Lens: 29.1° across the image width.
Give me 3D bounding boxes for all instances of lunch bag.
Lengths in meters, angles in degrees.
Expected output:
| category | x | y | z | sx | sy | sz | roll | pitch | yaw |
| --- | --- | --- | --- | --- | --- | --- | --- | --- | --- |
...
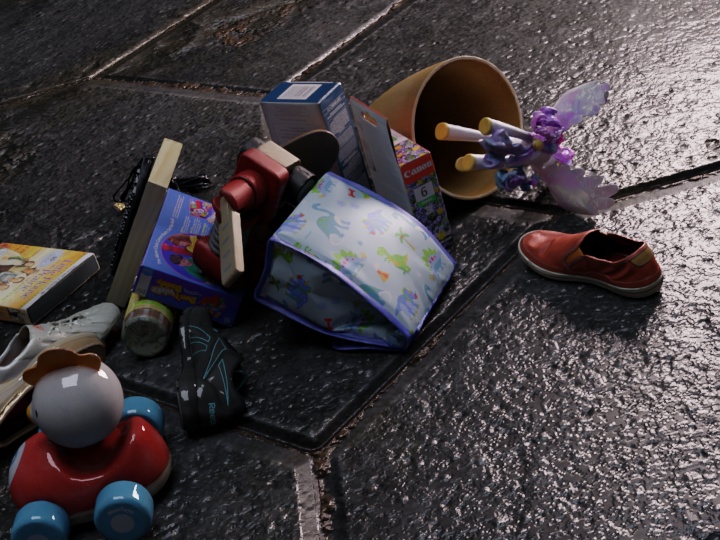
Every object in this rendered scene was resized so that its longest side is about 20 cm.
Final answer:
| category | x | y | z | sx | sy | sz | roll | pitch | yaw |
| --- | --- | --- | --- | --- | --- | --- | --- | --- | --- |
| lunch bag | 0.000 | 0.000 | 1.659 | 0.199 | 0.128 | 0.170 | 25 | 42 | 9 |

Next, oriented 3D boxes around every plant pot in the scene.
| category | x | y | z | sx | sy | sz | roll | pitch | yaw |
| --- | --- | --- | --- | --- | --- | --- | --- | --- | --- |
| plant pot | 0.088 | -0.189 | 1.899 | 0.186 | 0.187 | 0.199 | -35 | 20 | -28 |

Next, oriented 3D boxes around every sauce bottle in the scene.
| category | x | y | z | sx | sy | sz | roll | pitch | yaw |
| --- | --- | --- | --- | --- | --- | --- | --- | --- | --- |
| sauce bottle | -0.265 | 0.031 | 1.799 | 0.064 | 0.065 | 0.201 | -13 | 31 | 8 |

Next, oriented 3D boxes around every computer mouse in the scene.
| category | x | y | z | sx | sy | sz | roll | pitch | yaw |
| --- | --- | --- | --- | --- | --- | --- | --- | --- | --- |
| computer mouse | -0.318 | -0.098 | 2.061 | 0.139 | 0.046 | 0.200 | -1 | 34 | 25 |

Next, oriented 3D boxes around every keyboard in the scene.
| category | x | y | z | sx | sy | sz | roll | pitch | yaw |
| --- | --- | --- | --- | --- | --- | --- | --- | --- | --- |
| keyboard | -0.319 | -0.083 | 1.870 | 0.039 | 0.200 | 0.105 | 20 | 54 | -9 |

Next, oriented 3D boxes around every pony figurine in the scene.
| category | x | y | z | sx | sy | sz | roll | pitch | yaw |
| --- | --- | --- | --- | --- | --- | --- | --- | --- | --- |
| pony figurine | 0.222 | -0.155 | 1.760 | 0.199 | 0.168 | 0.193 | 2 | 0 | -29 |

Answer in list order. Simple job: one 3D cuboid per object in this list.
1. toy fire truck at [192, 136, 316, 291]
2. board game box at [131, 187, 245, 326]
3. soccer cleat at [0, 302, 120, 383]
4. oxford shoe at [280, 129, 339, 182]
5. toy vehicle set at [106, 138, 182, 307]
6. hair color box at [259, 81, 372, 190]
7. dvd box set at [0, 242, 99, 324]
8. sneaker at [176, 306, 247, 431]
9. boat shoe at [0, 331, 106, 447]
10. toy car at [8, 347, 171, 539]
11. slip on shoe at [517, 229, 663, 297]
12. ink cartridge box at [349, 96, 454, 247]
| category | x | y | z | sx | sy | sz | roll | pitch | yaw |
| --- | --- | --- | --- | --- | --- | --- | --- | --- | --- |
| toy fire truck | -0.147 | -0.039 | 1.670 | 0.128 | 0.177 | 0.200 | 34 | 38 | 15 |
| board game box | -0.210 | -0.020 | 1.808 | 0.134 | 0.045 | 0.201 | 20 | 31 | -8 |
| soccer cleat | -0.384 | 0.089 | 1.742 | 0.069 | 0.078 | 0.200 | -2 | 31 | 49 |
| oxford shoe | -0.108 | -0.125 | 1.808 | 0.199 | 0.071 | 0.071 | -36 | 23 | 22 |
| toy vehicle set | -0.289 | -0.064 | 1.858 | 0.026 | 0.201 | 0.125 | 20 | 32 | -8 |
| hair color box | -0.053 | -0.150 | 1.854 | 0.099 | 0.201 | 0.061 | 7 | 37 | 34 |
| dvd box set | -0.489 | 0.016 | 1.975 | 0.199 | 0.030 | 0.146 | 7 | 37 | 36 |
| sneaker | -0.173 | 0.114 | 1.624 | 0.079 | 0.076 | 0.201 | -6 | 38 | -3 |
| boat shoe | -0.378 | 0.149 | 1.666 | 0.069 | 0.074 | 0.200 | 28 | 53 | 36 |
| toy car | -0.307 | 0.163 | 1.464 | 0.175 | 0.201 | 0.185 | -14 | 29 | 6 |
| slip on shoe | 0.264 | -0.022 | 1.618 | 0.074 | 0.062 | 0.199 | -37 | 34 | -28 |
| ink cartridge box | 0.053 | -0.127 | 1.760 | 0.050 | 0.201 | 0.109 | -26 | 31 | -16 |
